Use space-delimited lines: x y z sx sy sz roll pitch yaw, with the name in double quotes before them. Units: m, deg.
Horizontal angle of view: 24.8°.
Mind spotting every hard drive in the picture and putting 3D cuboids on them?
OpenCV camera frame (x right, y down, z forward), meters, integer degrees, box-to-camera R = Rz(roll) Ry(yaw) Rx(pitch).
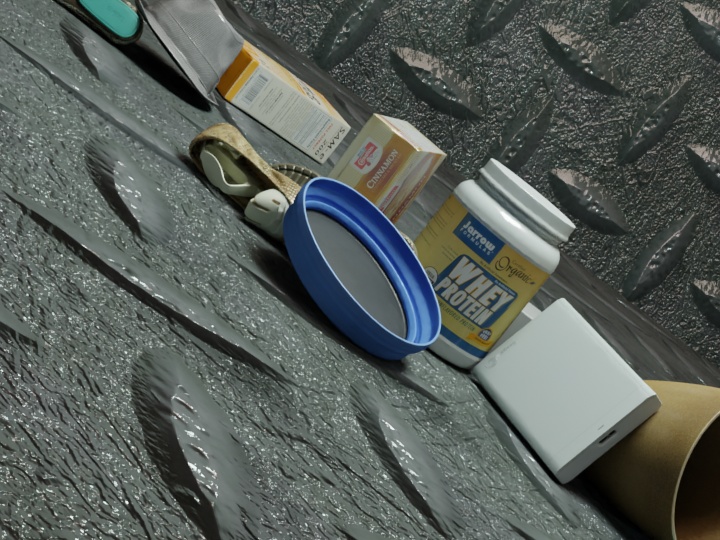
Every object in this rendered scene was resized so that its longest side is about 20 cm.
"hard drive" 0.215 0.124 1.737 0.026 0.132 0.200 51 0 -37

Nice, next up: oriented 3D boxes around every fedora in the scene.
"fedora" -0.211 -0.306 2.124 0.177 0.090 0.200 53 -2 -8

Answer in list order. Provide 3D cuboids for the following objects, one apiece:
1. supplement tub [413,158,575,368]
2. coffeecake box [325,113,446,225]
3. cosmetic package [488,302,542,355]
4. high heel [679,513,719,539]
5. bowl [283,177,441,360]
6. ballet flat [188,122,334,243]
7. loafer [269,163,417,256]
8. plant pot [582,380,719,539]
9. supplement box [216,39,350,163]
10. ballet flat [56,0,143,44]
"supplement tub" 0.131 -0.008 1.825 0.144 0.201 0.145 37 10 -7
"coffeecake box" 0.017 -0.104 1.982 0.073 0.154 0.200 39 10 8
"cosmetic package" 0.139 0.045 1.970 0.200 0.090 0.107 40 9 -9
"high heel" 0.403 0.291 1.761 0.200 0.096 0.067 48 5 38
"bowl" 0.000 0.000 1.618 0.200 0.039 0.201 41 26 -25
"ballet flat" -0.110 -0.079 1.715 0.200 0.071 0.065 41 36 26
"loafer" -0.031 -0.041 1.778 0.199 0.076 0.068 34 -21 10
"plant pot" 0.316 0.191 1.737 0.199 0.188 0.186 23 -4 46
"supplement box" -0.123 -0.254 2.396 0.199 0.074 0.126 32 12 -35
"ballet flat" -0.357 -0.354 2.053 0.200 0.068 0.075 42 -13 -15
